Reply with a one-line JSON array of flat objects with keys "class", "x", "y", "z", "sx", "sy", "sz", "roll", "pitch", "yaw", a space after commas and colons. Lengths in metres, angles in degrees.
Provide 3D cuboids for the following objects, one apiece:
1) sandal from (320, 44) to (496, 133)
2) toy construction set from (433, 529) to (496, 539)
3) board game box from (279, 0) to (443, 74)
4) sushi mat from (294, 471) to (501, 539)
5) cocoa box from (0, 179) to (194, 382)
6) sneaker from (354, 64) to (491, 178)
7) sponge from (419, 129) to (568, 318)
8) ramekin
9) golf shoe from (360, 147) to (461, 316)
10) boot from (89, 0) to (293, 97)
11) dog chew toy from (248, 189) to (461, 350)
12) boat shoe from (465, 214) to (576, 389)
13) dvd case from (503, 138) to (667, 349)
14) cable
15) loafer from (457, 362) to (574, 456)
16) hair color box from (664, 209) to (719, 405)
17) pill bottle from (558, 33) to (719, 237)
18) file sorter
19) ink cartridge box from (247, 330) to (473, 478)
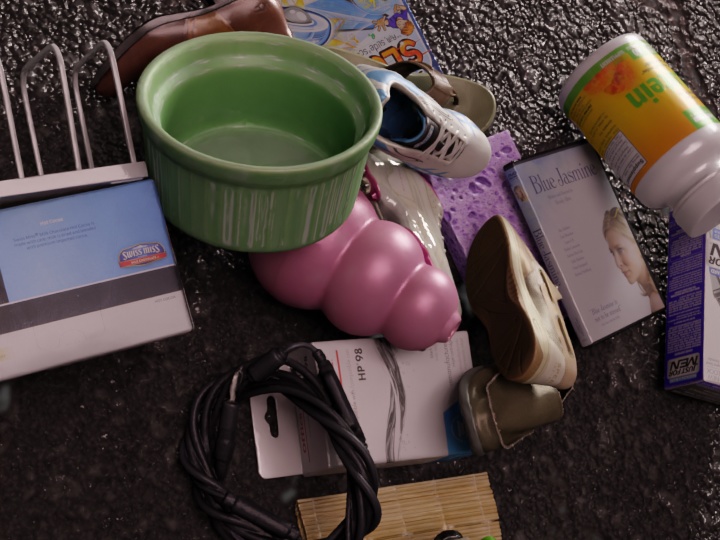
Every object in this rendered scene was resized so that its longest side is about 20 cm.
[{"class": "sandal", "x": 0.041, "y": -0.167, "z": 1.297, "sx": 0.201, "sy": 0.057, "sz": 0.080, "roll": 11, "pitch": 72, "yaw": -21}, {"class": "toy construction set", "x": 0.066, "y": 0.303, "z": 1.205, "sx": 0.200, "sy": 0.092, "sz": 0.131, "roll": -22, "pitch": 123, "yaw": -20}, {"class": "board game box", "x": -0.032, "y": -0.211, "z": 1.328, "sx": 0.200, "sy": 0.034, "sz": 0.135, "roll": -27, "pitch": 89, "yaw": -27}, {"class": "sushi mat", "x": 0.039, "y": 0.245, "z": 1.249, "sx": 0.200, "sy": 0.012, "sz": 0.096, "roll": -4, "pitch": 78, "yaw": -24}, {"class": "cocoa box", "x": -0.260, "y": 0.015, "z": 1.104, "sx": 0.200, "sy": 0.133, "sz": 0.131, "roll": -14, "pitch": 89, "yaw": -26}, {"class": "sneaker", "x": 0.056, "y": -0.124, "z": 1.244, "sx": 0.200, "sy": 0.072, "sz": 0.072, "roll": 23, "pitch": 109, "yaw": -45}, {"class": "sponge", "x": 0.142, "y": -0.030, "z": 1.360, "sx": 0.112, "sy": 0.030, "sz": 0.200, "roll": -24, "pitch": 86, "yaw": -27}, {"class": "ramekin", "x": -0.087, "y": -0.105, "z": 1.131, "sx": 0.200, "sy": 0.098, "sz": 0.200, "roll": 5, "pitch": 41, "yaw": -5}, {"class": "golf shoe", "x": 0.054, "y": -0.038, "z": 1.293, "sx": 0.092, "sy": 0.075, "sz": 0.200, "roll": -19, "pitch": 77, "yaw": -37}, {"class": "boot", "x": -0.123, "y": -0.155, "z": 1.246, "sx": 0.188, "sy": 0.068, "sz": 0.200, "roll": -36, "pitch": 103, "yaw": -7}, {"class": "dog chew toy", "x": 0.000, "y": 0.000, "z": 1.210, "sx": 0.200, "sy": 0.125, "sz": 0.125, "roll": 32, "pitch": 64, "yaw": 11}, {"class": "boat shoe", "x": 0.151, "y": 0.030, "z": 1.263, "sx": 0.065, "sy": 0.072, "sz": 0.200, "roll": 19, "pitch": 35, "yaw": -27}, {"class": "dvd case", "x": 0.231, "y": -0.032, "z": 1.385, "sx": 0.143, "sy": 0.018, "sz": 0.200, "roll": -20, "pitch": 85, "yaw": -43}, {"class": "cable", "x": -0.068, "y": 0.171, "z": 1.159, "sx": 0.163, "sy": 0.051, "sz": 0.200, "roll": -26, "pitch": 81, "yaw": 10}, {"class": "loafer", "x": 0.146, "y": 0.113, "z": 1.247, "sx": 0.200, "sy": 0.070, "sz": 0.075, "roll": -31, "pitch": 106, "yaw": -63}, {"class": "hair color box", "x": 0.379, "y": 0.036, "z": 1.420, "sx": 0.109, "sy": 0.065, "sz": 0.200, "roll": 16, "pitch": 70, "yaw": -27}, {"class": "pill bottle", "x": 0.303, "y": -0.134, "z": 1.382, "sx": 0.111, "sy": 0.111, "sz": 0.200, "roll": -26, "pitch": 68, "yaw": -27}, {"class": "file sorter", "x": -0.299, "y": -0.111, "z": 1.114, "sx": 0.200, "sy": 0.139, "sz": 0.125, "roll": -10, "pitch": 90, "yaw": -26}, {"class": "ink cartridge box", "x": 0.005, "y": 0.123, "z": 1.237, "sx": 0.200, "sy": 0.067, "sz": 0.116, "roll": -3, "pitch": 78, "yaw": -25}]
